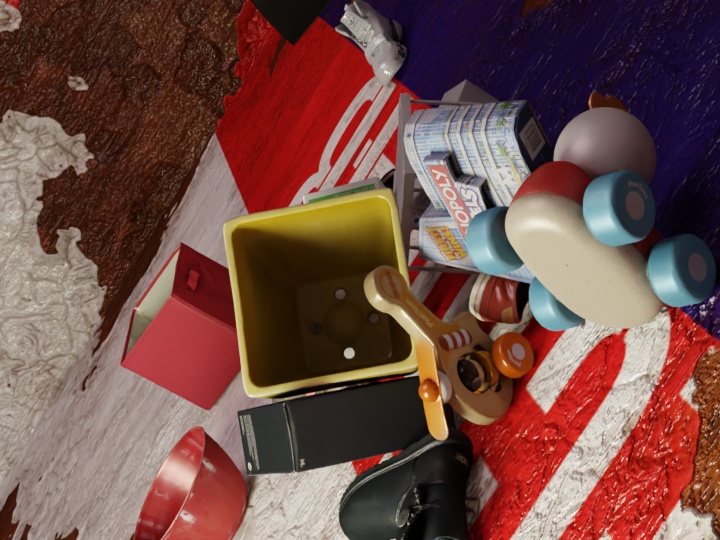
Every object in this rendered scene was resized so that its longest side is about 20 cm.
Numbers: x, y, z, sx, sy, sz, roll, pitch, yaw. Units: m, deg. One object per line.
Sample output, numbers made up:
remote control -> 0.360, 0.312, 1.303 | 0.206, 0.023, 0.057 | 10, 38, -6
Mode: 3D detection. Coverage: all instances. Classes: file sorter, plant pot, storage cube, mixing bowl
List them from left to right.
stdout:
storage cube -> -0.286, 0.097, 2.348 | 0.201, 0.178, 0.172 | -52, 20, 26
mixing bowl -> -0.231, 0.338, 1.957 | 0.201, 0.108, 0.201 | -51, 20, 26
plant pot -> -0.160, -0.691, 3.191 | 0.200, 0.176, 0.201 | -40, 27, 43
plant pot -> -0.030, 0.044, 1.539 | 0.200, 0.191, 0.198 | 59, -159, -75
file sorter -> 0.105, -0.104, 1.651 | 0.201, 0.123, 0.140 | -91, 4, -57

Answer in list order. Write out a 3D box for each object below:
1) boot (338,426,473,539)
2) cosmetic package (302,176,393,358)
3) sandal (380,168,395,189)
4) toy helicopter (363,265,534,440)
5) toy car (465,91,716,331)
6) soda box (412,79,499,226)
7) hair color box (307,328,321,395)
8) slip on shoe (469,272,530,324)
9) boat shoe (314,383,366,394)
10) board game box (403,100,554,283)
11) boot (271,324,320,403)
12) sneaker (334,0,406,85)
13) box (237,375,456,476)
boot -> 0.039, 0.270, 1.394 | 0.200, 0.076, 0.169 | -41, 22, 32
cosmetic package -> 0.000, 0.000, 1.700 | 0.106, 0.085, 0.203 | -14, 71, 11
sandal -> 0.056, -0.120, 1.957 | 0.207, 0.059, 0.080 | -45, 24, 40
toy helicopter -> 0.075, 0.079, 1.389 | 0.079, 0.200, 0.133 | -37, 12, 48
toy car -> 0.230, -0.070, 1.256 | 0.183, 0.176, 0.202 | -15, 42, 51
soda box -> 0.118, -0.150, 1.832 | 0.068, 0.063, 0.202 | -23, 41, 63
hair color box -> -0.040, 0.099, 1.883 | 0.200, 0.061, 0.102 | -49, 20, 29
slip on shoe -> 0.190, -0.025, 1.475 | 0.061, 0.074, 0.201 | 22, 68, 29
boat shoe -> -0.016, 0.149, 1.742 | 0.072, 0.075, 0.203 | 16, 86, 67
board game box -> 0.121, -0.070, 1.392 | 0.198, 0.201, 0.062 | 0, 42, 46
boot -> -0.062, 0.067, 1.770 | 0.201, 0.063, 0.188 | -77, 10, -59
sneaker -> 0.016, -0.403, 2.394 | 0.075, 0.114, 0.201 | -50, 21, 27
box -> -0.016, 0.168, 1.493 | 0.141, 0.198, 0.080 | -14, 85, 62
